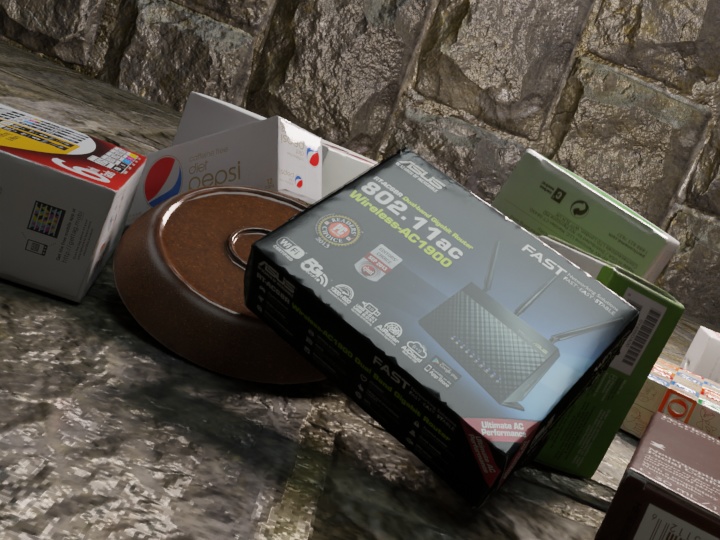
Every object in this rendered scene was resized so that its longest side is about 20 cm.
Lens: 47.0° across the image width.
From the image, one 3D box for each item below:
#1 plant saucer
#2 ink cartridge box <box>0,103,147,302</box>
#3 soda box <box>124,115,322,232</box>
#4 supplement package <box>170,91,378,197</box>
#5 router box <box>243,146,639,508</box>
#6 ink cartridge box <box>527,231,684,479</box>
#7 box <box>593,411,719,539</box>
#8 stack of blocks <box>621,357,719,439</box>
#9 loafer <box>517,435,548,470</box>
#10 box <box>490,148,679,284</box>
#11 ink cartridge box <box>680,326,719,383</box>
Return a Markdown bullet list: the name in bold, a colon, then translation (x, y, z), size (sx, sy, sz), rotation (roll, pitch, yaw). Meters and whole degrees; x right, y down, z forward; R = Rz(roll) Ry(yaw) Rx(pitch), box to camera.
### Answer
- **plant saucer**: translation (-0.073, -0.004, 0.595), size (0.199, 0.035, 0.201), rotation (15, 35, -10)
- **ink cartridge box**: translation (-0.263, -0.066, 0.611), size (0.175, 0.084, 0.200), rotation (19, 10, -13)
- **soda box**: translation (-0.131, -0.077, 0.744), size (0.199, 0.069, 0.064), rotation (-9, -15, 33)
- **supplement package**: translation (-0.085, -0.082, 0.918), size (0.191, 0.148, 0.200), rotation (26, 9, 25)
- **router box**: translation (0.049, 0.024, 0.517), size (0.200, 0.062, 0.150), rotation (38, 51, 20)
- **ink cartridge box**: translation (0.138, 0.047, 0.670), size (0.076, 0.148, 0.200), rotation (24, 7, -24)
- **box**: translation (0.199, 0.148, 0.484), size (0.100, 0.075, 0.200), rotation (25, 8, 21)
- **stack of blocks**: translation (0.342, 0.148, 0.857), size (0.115, 0.059, 0.200), rotation (26, 10, 23)
- **loafer**: translation (0.083, 0.063, 0.606), size (0.071, 0.073, 0.200), rotation (42, 16, -45)
- **box**: translation (0.249, -0.008, 1.016), size (0.199, 0.200, 0.171), rotation (37, 14, 21)
- **ink cartridge box**: translation (0.613, 0.170, 1.282), size (0.199, 0.086, 0.146), rotation (26, 10, 13)
